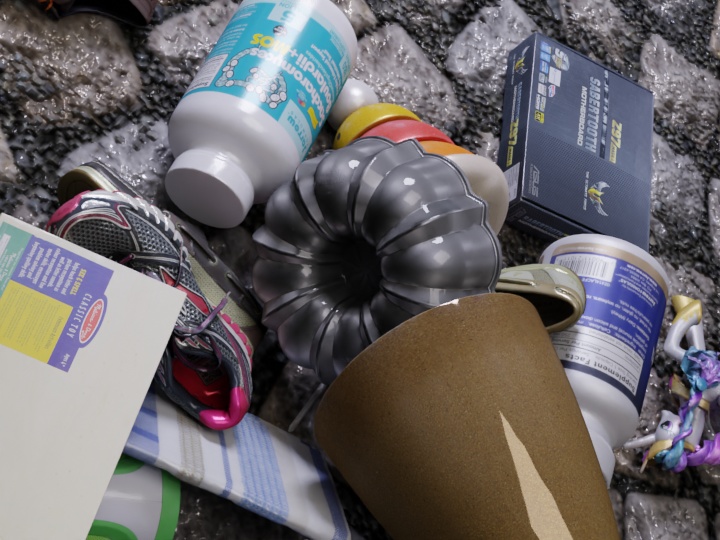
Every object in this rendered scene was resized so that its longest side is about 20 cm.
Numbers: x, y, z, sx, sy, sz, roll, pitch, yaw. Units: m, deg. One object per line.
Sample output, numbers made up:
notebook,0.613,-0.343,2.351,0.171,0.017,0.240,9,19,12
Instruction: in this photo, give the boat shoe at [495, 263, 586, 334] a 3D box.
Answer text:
boat shoe,0.075,0.037,0.977,0.063,0.200,0.074,-36,119,-74

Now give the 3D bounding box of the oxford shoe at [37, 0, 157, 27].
oxford shoe,-0.250,-0.246,0.987,0.199,0.071,0.073,9,71,-29

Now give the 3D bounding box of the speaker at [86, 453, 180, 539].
speaker,-0.226,0.149,0.829,0.199,0.088,0.089,11,66,-28

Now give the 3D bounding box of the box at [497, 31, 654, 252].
box,0.214,-0.117,1.231,0.157,0.051,0.201,23,60,-24

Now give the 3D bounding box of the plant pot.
plant pot,0.093,0.152,0.863,0.186,0.187,0.200,-8,53,-34

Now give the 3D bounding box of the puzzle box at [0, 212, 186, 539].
puzzle box,-0.205,0.077,0.782,0.133,0.025,0.201,25,67,-10

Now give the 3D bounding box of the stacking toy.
stacking toy,0.022,-0.091,1.068,0.146,0.146,0.200,-4,45,-33

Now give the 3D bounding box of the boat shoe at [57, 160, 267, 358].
boat shoe,-0.147,-0.008,0.957,0.201,0.072,0.066,50,45,-14

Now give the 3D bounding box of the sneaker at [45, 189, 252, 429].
sneaker,-0.138,0.026,0.874,0.200,0.081,0.075,50,8,-24

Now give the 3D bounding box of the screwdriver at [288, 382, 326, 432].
screwdriver,-0.004,0.061,1.034,0.028,0.029,0.200,44,49,-9

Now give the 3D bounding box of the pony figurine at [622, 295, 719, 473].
pony figurine,0.361,0.124,1.183,0.192,0.167,0.201,16,62,11

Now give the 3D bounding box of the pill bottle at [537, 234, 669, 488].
pill bottle,0.180,0.080,1.031,0.116,0.116,0.200,32,58,-17

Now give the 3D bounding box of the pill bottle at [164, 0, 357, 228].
pill bottle,-0.085,-0.132,1.016,0.111,0.111,0.200,34,57,-16

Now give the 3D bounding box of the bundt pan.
bundt pan,0.000,0.000,0.933,0.076,0.201,0.202,-12,76,-61

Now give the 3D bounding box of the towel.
towel,-0.101,0.130,0.899,0.200,0.147,0.024,28,101,-20
